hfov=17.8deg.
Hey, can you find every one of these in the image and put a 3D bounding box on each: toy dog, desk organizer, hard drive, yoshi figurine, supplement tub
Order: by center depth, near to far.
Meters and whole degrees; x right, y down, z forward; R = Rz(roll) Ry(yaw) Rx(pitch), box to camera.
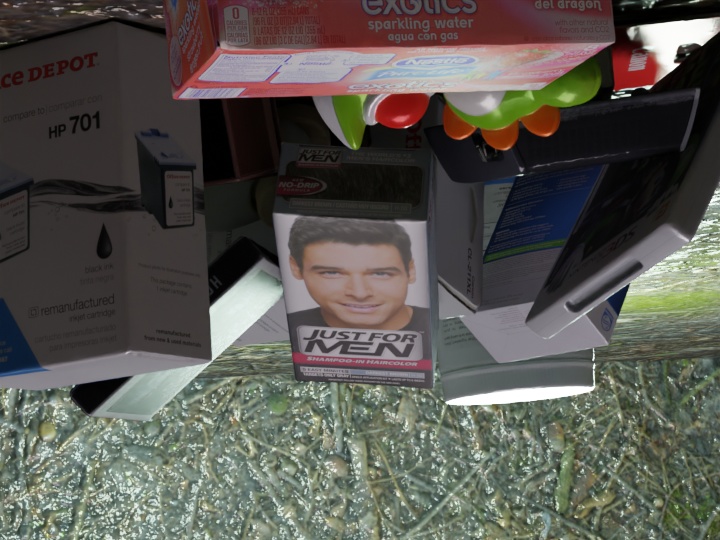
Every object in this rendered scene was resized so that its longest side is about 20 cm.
[{"bbox_3d":[0.036,-0.139,1.267,0.200,0.112,0.112,7,135,12],"label":"yoshi figurine"},{"bbox_3d":[0.118,-0.081,1.389,0.135,0.042,0.200,-9,-177,-10],"label":"hard drive"},{"bbox_3d":[-0.157,-0.080,1.502,0.200,0.072,0.077,-8,-175,21],"label":"desk organizer"},{"bbox_3d":[-0.113,-0.064,1.603,0.200,0.096,0.132,-33,-144,-5],"label":"toy dog"},{"bbox_3d":[0.123,0.006,1.916,0.132,0.200,0.132,-5,173,-1],"label":"supplement tub"}]

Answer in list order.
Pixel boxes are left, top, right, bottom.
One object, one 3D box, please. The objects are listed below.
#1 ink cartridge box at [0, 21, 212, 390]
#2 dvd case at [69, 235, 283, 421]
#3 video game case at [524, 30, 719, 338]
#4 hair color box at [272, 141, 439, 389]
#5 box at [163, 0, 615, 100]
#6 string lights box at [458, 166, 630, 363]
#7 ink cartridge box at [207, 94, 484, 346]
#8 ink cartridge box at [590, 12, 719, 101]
[{"bbox_3d":[-0.173,-0.036,1.395,0.146,0.200,0.086,-10,170,33],"label":"ink cartridge box"},{"bbox_3d":[-0.112,0.042,1.527,0.150,0.025,0.200,-43,173,1],"label":"dvd case"},{"bbox_3d":[0.186,-0.067,1.418,0.023,0.200,0.182,35,150,-9],"label":"video game case"},{"bbox_3d":[0.000,0.000,1.527,0.099,0.061,0.200,3,145,5],"label":"hair color box"},{"bbox_3d":[0.011,-0.141,1.116,0.200,0.095,0.103,-3,172,-17],"label":"box"},{"bbox_3d":[0.156,-0.032,1.696,0.103,0.200,0.059,-11,131,40],"label":"string lights box"},{"bbox_3d":[-0.018,-0.036,1.676,0.200,0.146,0.083,-9,156,24],"label":"ink cartridge box"},{"bbox_3d":[0.161,-0.124,1.552,0.176,0.045,0.200,-5,172,3],"label":"ink cartridge box"}]
